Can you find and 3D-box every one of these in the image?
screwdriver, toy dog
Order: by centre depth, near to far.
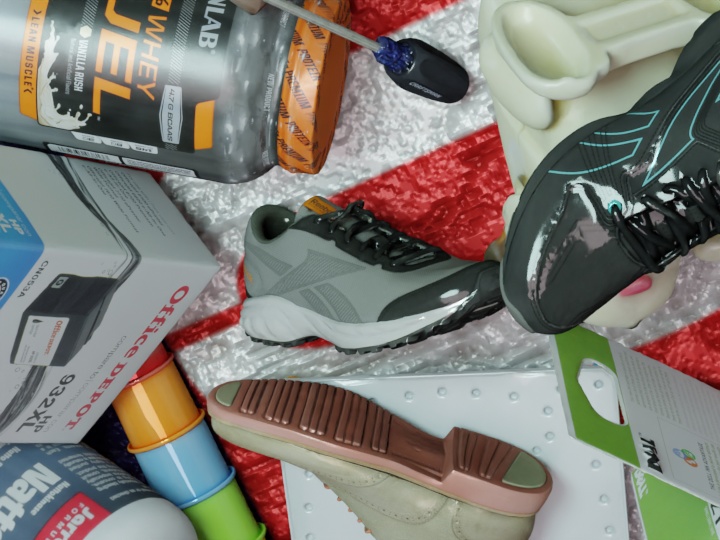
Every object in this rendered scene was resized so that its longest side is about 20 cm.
[{"bbox_3d":[0.002,-0.117,1.129,0.029,0.200,0.028,18,90,30],"label":"screwdriver"},{"bbox_3d":[0.114,-0.059,1.140,0.139,0.194,0.201,-25,129,-25],"label":"toy dog"}]

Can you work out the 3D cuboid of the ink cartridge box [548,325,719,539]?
[{"bbox_3d":[0.171,0.120,1.175,0.199,0.148,0.076,26,113,-13],"label":"ink cartridge box"}]

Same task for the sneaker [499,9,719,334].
[{"bbox_3d":[0.144,-0.045,1.007,0.200,0.079,0.075,-47,123,0],"label":"sneaker"}]

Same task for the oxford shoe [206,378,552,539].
[{"bbox_3d":[0.004,0.118,1.242,0.199,0.071,0.074,19,115,4],"label":"oxford shoe"}]

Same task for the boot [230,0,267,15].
[{"bbox_3d":[0.008,-0.177,1.104,0.200,0.064,0.187,-36,68,-8],"label":"boot"}]

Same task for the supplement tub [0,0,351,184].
[{"bbox_3d":[-0.111,-0.115,1.179,0.199,0.123,0.123,10,111,7],"label":"supplement tub"}]

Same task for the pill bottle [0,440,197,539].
[{"bbox_3d":[-0.161,0.166,1.252,0.199,0.119,0.120,29,115,29],"label":"pill bottle"}]

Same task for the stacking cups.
[{"bbox_3d":[-0.106,0.112,1.301,0.060,0.061,0.201,-22,99,17],"label":"stacking cups"}]

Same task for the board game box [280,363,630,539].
[{"bbox_3d":[0.058,0.150,1.294,0.199,0.026,0.201,-3,109,12],"label":"board game box"}]

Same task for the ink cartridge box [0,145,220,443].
[{"bbox_3d":[-0.191,0.015,1.168,0.145,0.200,0.084,-50,64,19],"label":"ink cartridge box"}]

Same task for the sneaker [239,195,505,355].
[{"bbox_3d":[0.000,0.000,1.188,0.199,0.074,0.080,2,103,48],"label":"sneaker"}]
